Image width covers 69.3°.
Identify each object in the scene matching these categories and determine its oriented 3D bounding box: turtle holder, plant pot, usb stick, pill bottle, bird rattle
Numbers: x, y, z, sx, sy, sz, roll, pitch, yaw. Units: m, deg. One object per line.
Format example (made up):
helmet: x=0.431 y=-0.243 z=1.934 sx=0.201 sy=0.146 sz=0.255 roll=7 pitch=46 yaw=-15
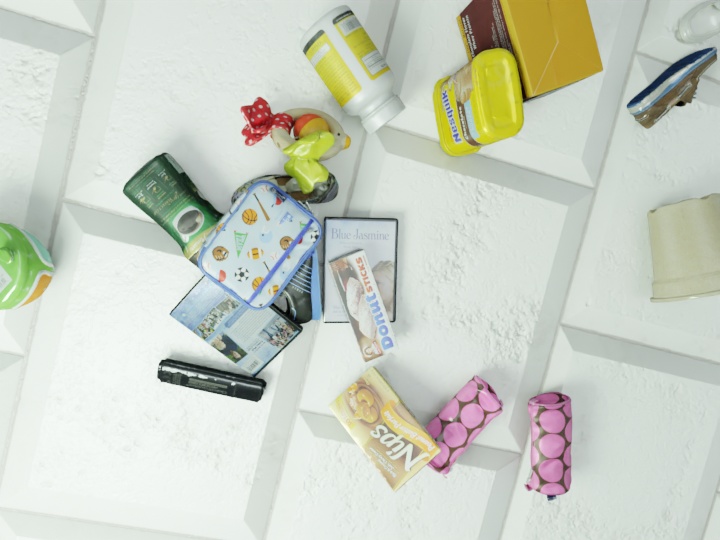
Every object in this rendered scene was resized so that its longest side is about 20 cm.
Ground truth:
turtle holder: x=-0.595 y=-0.012 z=0.849 sx=0.184 sy=0.132 sz=0.142 roll=16 pitch=90 yaw=10
plant pot: x=0.664 y=-0.048 z=1.035 sx=0.199 sy=0.200 sz=0.185 roll=-11 pitch=86 yaw=-8
usb stick: x=-0.275 y=0.205 z=0.970 sx=0.198 sy=0.033 sz=0.056 roll=15 pitch=128 yaw=-10
pill bottle: x=-0.008 y=-0.347 z=0.922 sx=0.111 sy=0.111 sz=0.201 roll=-37 pitch=100 yaw=-4
bird rattle: x=-0.111 y=-0.234 z=0.921 sx=0.162 sy=0.200 sz=0.113 roll=-28 pitch=144 yaw=-33

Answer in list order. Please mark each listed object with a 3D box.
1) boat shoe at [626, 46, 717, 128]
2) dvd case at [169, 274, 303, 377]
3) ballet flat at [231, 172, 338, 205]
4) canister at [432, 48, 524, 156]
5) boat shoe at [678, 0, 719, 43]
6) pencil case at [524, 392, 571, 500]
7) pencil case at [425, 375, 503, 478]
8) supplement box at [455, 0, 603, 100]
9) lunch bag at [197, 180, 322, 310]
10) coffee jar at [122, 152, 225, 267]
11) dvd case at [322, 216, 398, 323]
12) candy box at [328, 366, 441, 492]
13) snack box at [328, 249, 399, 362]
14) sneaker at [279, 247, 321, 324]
boat shoe: x=0.634 y=-0.365 z=1.051 sx=0.199 sy=0.072 sz=0.073 roll=-37 pitch=105 yaw=6
dvd case: x=-0.223 y=0.091 z=0.944 sx=0.200 sy=0.018 sz=0.143 roll=42 pitch=106 yaw=-18
ballet flat: x=-0.137 y=-0.149 z=0.942 sx=0.198 sy=0.072 sz=0.073 roll=-9 pitch=97 yaw=-8
canister: x=0.202 y=-0.288 z=0.917 sx=0.086 sy=0.200 sz=0.150 roll=-12 pitch=97 yaw=-8
boat shoe: x=0.740 y=-0.524 z=1.047 sx=0.199 sy=0.069 sz=0.071 roll=-28 pitch=101 yaw=-5
pencil case: x=0.382 y=0.352 z=1.063 sx=0.093 sy=0.091 sz=0.202 roll=-2 pitch=94 yaw=2
pencil case: x=0.198 y=0.309 z=1.035 sx=0.094 sy=0.091 sz=0.200 roll=42 pitch=90 yaw=24
supplement box: x=0.288 y=-0.403 z=0.919 sx=0.132 sy=0.200 sz=0.199 roll=-20 pitch=99 yaw=-6
lunch bag: x=-0.162 y=-0.043 z=0.873 sx=0.160 sy=0.076 sz=0.200 roll=40 pitch=84 yaw=-18
coffee jar: x=-0.306 y=-0.098 z=0.911 sx=0.104 sy=0.085 sz=0.200 roll=-42 pitch=101 yaw=-3
dvd case: x=0.000 y=0.000 z=0.997 sx=0.141 sy=0.018 sz=0.202 roll=0 pitch=95 yaw=-8
candy box: x=0.045 y=0.296 z=0.989 sx=0.115 sy=0.055 sz=0.200 roll=-40 pitch=78 yaw=-2
snack box: x=0.006 y=0.066 z=0.976 sx=0.071 sy=0.024 sz=0.202 roll=-21 pitch=100 yaw=-6
sneaker: x=-0.119 y=0.001 z=0.960 sx=0.077 sy=0.070 sz=0.202 roll=-7 pitch=97 yaw=-15
